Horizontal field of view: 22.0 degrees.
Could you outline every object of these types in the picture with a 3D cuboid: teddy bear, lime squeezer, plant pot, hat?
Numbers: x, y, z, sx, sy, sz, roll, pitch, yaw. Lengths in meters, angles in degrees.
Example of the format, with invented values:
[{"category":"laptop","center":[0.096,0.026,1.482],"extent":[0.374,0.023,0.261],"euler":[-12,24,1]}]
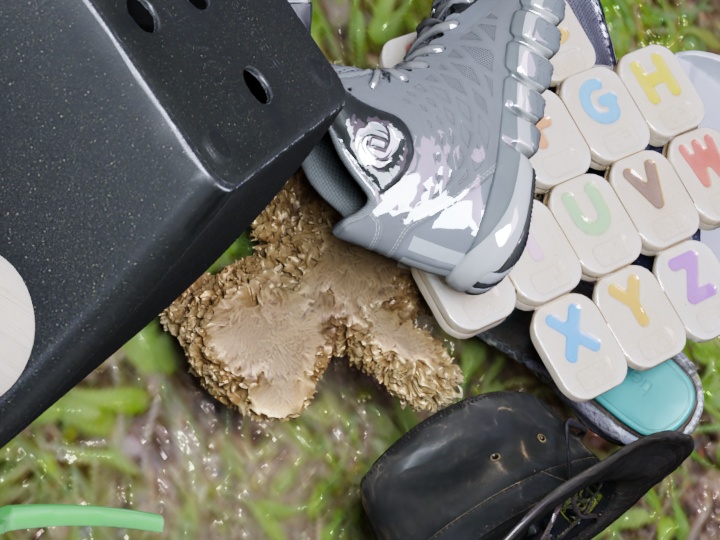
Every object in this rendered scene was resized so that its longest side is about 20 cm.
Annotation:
[{"category":"teddy bear","center":[0.000,0.000,0.885],"extent":[0.145,0.067,0.200],"euler":[34,66,0]},{"category":"lime squeezer","center":[-0.160,0.118,0.699],"extent":[0.200,0.038,0.071],"euler":[-32,98,-34]},{"category":"plant pot","center":[-0.125,-0.059,0.708],"extent":[0.200,0.177,0.200],"euler":[56,28,-6]},{"category":"hat","center":[0.054,0.106,0.862],"extent":[0.200,0.201,0.081],"euler":[-23,70,-34]}]

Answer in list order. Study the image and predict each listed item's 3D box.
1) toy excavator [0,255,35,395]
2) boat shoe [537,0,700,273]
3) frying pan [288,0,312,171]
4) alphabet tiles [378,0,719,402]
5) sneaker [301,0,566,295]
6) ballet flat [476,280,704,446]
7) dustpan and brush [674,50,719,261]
[{"category":"toy excavator","center":[-0.204,0.089,0.595],"extent":[0.100,0.193,0.201],"euler":[48,38,-67]},{"category":"boat shoe","center":[0.133,-0.079,0.980],"extent":[0.074,0.093,0.201],"euler":[-4,83,-33]},{"category":"frying pan","center":[-0.016,-0.149,0.843],"extent":[0.114,0.031,0.191],"euler":[-22,118,-4]},{"category":"alphabet tiles","center":[0.099,-0.042,0.891],"extent":[0.199,0.015,0.196],"euler":[-22,77,-30]},{"category":"sneaker","center":[0.025,-0.095,0.831],"extent":[0.115,0.075,0.201],"euler":[15,63,-15]},{"category":"ballet flat","center":[0.092,0.020,0.944],"extent":[0.072,0.072,0.200],"euler":[-35,71,-32]},{"category":"dustpan and brush","center":[0.256,-0.035,1.069],"extent":[0.199,0.057,0.140],"euler":[24,68,-27]}]
